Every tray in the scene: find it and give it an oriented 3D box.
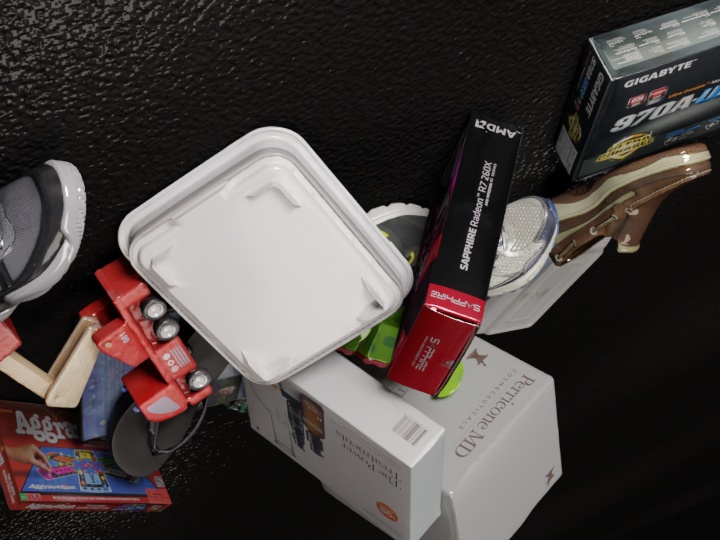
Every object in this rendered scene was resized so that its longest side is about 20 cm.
[{"bbox_3d":[0.199,0.018,1.385,0.107,0.022,0.200,-7,150,-32],"label":"tray"}]

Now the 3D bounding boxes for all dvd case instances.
[{"bbox_3d":[-0.158,0.076,1.122,0.200,0.018,0.143,-13,135,-24],"label":"dvd case"}]

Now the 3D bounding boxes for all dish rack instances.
[{"bbox_3d":[-0.070,0.002,0.958,0.171,0.044,0.200,-31,123,16],"label":"dish rack"}]

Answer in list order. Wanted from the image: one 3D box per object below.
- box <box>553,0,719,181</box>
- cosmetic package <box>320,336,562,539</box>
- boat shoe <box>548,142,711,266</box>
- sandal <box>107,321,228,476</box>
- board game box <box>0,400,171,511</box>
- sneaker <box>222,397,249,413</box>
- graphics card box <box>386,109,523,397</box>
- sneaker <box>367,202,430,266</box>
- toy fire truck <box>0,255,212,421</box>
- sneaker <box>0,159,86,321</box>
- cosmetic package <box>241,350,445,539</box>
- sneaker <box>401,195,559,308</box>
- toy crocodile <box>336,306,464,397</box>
[{"bbox_3d":[0.273,-0.161,1.061,0.200,0.046,0.159,-19,156,-12],"label":"box"},{"bbox_3d":[0.072,0.167,1.246,0.167,0.200,0.167,-43,142,-27],"label":"cosmetic package"},{"bbox_3d":[0.246,-0.055,1.150,0.075,0.075,0.202,-18,176,-38],"label":"boat shoe"},{"bbox_3d":[-0.163,0.113,1.106,0.076,0.043,0.200,10,123,-41],"label":"sandal"},{"bbox_3d":[-0.264,0.176,1.169,0.019,0.103,0.200,-37,154,20],"label":"board game box"},{"bbox_3d":[-0.089,0.124,1.245,0.074,0.088,0.200,-40,152,31],"label":"sneaker"},{"bbox_3d":[0.077,-0.015,1.005,0.051,0.200,0.126,19,147,-2],"label":"graphics card box"},{"bbox_3d":[0.000,0.000,1.076,0.200,0.085,0.075,-10,145,-29],"label":"sneaker"},{"bbox_3d":[-0.214,0.064,0.986,0.141,0.049,0.200,-33,134,-10],"label":"toy fire truck"},{"bbox_3d":[-0.273,-0.007,0.819,0.200,0.076,0.114,-37,155,29],"label":"sneaker"},{"bbox_3d":[-0.018,0.140,1.103,0.052,0.200,0.151,-44,152,-25],"label":"cosmetic package"},{"bbox_3d":[0.095,-0.008,1.175,0.200,0.077,0.085,-35,150,20],"label":"sneaker"},{"bbox_3d":[0.010,0.059,1.133,0.200,0.068,0.062,21,99,-27],"label":"toy crocodile"}]
